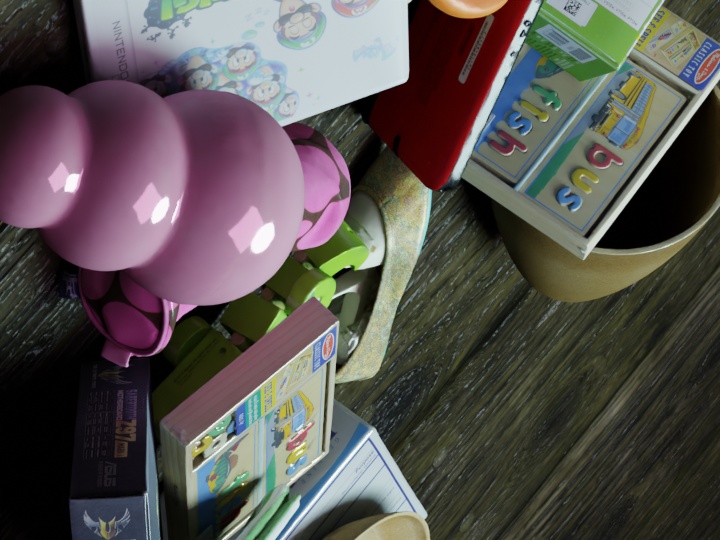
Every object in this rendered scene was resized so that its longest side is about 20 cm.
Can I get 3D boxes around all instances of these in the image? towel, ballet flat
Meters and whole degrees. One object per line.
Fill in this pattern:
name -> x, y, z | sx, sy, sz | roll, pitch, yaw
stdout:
towel -> -0.118, 0.240, 1.689 | 0.200, 0.023, 0.153 | -53, 179, 21
ballet flat -> 0.000, 0.000, 1.818 | 0.071, 0.071, 0.201 | -28, 143, -45

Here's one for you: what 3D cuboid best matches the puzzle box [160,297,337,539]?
puzzle box -> -0.072, 0.110, 1.686 | 0.133, 0.025, 0.200 | -40, 160, -21

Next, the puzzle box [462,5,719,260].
puzzle box -> 0.164, -0.119, 1.852 | 0.200, 0.133, 0.025 | -52, 170, -22

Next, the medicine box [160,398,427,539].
medicine box -> -0.061, 0.193, 1.889 | 0.182, 0.103, 0.200 | -50, 154, -11

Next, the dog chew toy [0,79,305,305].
dog chew toy -> -0.131, -0.052, 1.438 | 0.199, 0.125, 0.125 | 14, 111, -33

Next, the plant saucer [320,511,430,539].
plant saucer -> -0.024, 0.254, 1.858 | 0.200, 0.035, 0.201 | -42, 150, -31

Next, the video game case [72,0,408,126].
video game case -> -0.065, -0.145, 1.484 | 0.199, 0.024, 0.183 | -21, 144, -14

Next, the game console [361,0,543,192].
game console -> 0.096, -0.165, 1.730 | 0.118, 0.172, 0.201 | 10, 114, -34

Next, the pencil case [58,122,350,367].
pencil case -> -0.091, -0.018, 1.605 | 0.200, 0.090, 0.094 | -32, 136, -43

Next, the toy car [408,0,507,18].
toy car -> 0.065, -0.238, 1.541 | 0.175, 0.150, 0.201 | -40, 151, -29

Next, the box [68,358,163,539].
box -> -0.149, 0.165, 1.581 | 0.200, 0.051, 0.159 | -102, -171, -69

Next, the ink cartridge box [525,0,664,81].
ink cartridge box -> 0.190, -0.238, 1.774 | 0.200, 0.076, 0.148 | -56, -175, -2

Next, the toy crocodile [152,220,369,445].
toy crocodile -> -0.073, 0.041, 1.727 | 0.200, 0.067, 0.062 | -51, 155, -10

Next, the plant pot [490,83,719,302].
plant pot -> 0.173, -0.058, 1.949 | 0.186, 0.186, 0.200 | -45, 168, -21
